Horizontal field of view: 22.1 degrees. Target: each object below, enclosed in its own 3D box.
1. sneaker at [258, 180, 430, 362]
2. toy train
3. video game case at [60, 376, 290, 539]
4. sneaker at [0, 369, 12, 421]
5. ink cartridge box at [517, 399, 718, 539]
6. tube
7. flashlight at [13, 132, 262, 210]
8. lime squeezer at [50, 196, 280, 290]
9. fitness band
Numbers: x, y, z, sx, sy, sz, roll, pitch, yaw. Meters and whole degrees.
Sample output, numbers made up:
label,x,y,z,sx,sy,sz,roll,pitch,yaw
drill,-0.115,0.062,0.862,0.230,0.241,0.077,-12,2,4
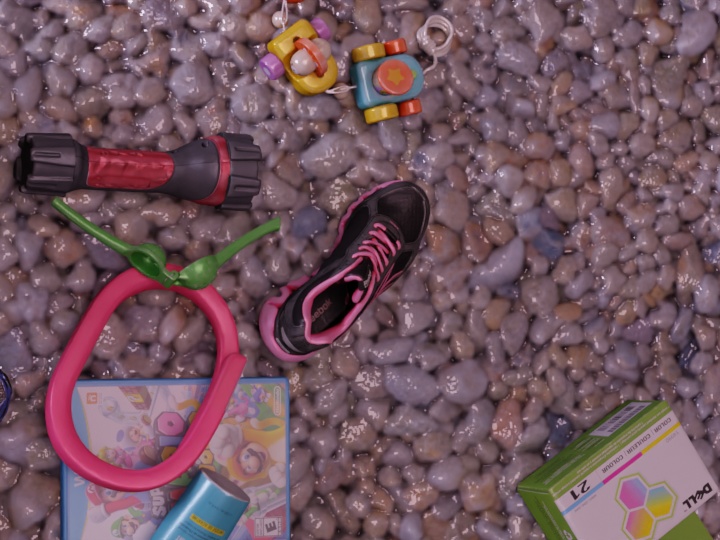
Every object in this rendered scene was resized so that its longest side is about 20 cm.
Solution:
label,x,y,z,sx,sy,sz,roll,pitch,yaw
sneaker,0.000,0.000,1.606,0.079,0.095,0.200,43,73,-12
toy train,-0.008,-0.218,1.632,0.199,0.056,0.151,27,79,-17
video game case,-0.157,0.164,1.581,0.199,0.018,0.144,0,88,-20
sneaker,-0.365,0.141,1.474,0.200,0.078,0.076,-33,99,-18
ink cartridge box,0.262,0.240,1.700,0.148,0.076,0.200,-35,98,-18
tube,-0.167,0.262,1.551,0.077,0.050,0.200,32,94,-11
flashlight,-0.185,-0.087,1.552,0.199,0.068,0.068,2,121,-25
lime squeezer,-0.160,-0.021,1.547,0.199,0.038,0.071,5,83,-19
fitness band,-0.180,0.090,1.551,0.143,0.037,0.201,29,68,-9
